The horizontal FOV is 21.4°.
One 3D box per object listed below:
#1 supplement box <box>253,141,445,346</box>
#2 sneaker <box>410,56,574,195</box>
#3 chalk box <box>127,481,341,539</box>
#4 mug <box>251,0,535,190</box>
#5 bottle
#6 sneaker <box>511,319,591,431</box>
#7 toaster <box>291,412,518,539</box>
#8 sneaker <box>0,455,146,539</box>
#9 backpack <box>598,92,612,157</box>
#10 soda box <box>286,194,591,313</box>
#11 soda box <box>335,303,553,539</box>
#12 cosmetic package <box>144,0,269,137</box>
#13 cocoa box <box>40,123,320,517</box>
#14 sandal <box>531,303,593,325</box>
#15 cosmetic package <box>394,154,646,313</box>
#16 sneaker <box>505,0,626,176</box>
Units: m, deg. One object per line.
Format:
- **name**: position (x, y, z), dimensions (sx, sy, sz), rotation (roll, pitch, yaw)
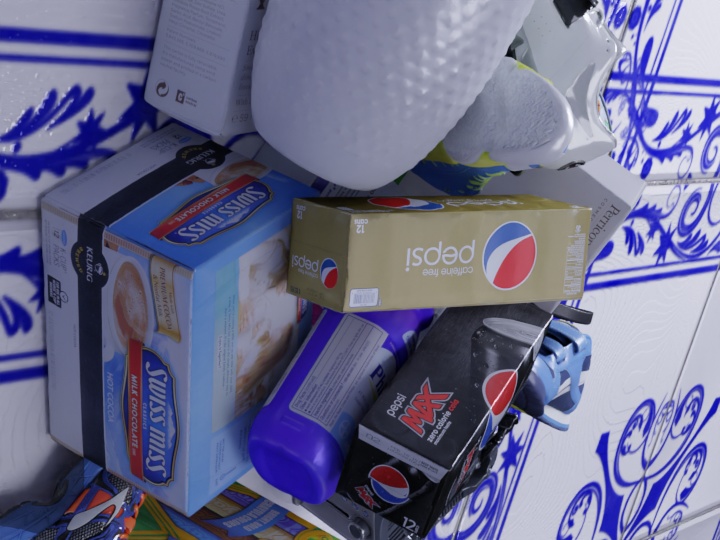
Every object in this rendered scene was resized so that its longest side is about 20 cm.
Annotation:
- **supplement box**: position (0.000, 0.000, 1.382), dimensions (0.200, 0.101, 0.104), rotation (44, 71, -29)
- **sneaker**: position (0.081, -0.091, 1.272), dimensions (0.105, 0.200, 0.076), rotation (40, 77, -42)
- **chalk box**: position (-0.089, 0.249, 1.409), dimensions (0.124, 0.199, 0.126), rotation (-14, 124, -55)
- **mug**: position (0.014, -0.153, 1.200), dimensions (0.176, 0.147, 0.200), rotation (-60, -174, 16)
- **bottle**: position (-0.002, 0.056, 1.276), dimensions (0.200, 0.065, 0.084), rotation (-58, 161, -28)
- **sneaker**: position (0.137, 0.071, 1.506), dimensions (0.083, 0.074, 0.200), rotation (-62, 163, -2)
- **toaster**: position (0.028, 0.144, 1.601), dimensions (0.200, 0.129, 0.114), rotation (-41, 145, -36)
- **sneaker**: position (-0.184, 0.179, 1.307), dimensions (0.200, 0.078, 0.075), rotation (-38, 163, -36)
- **backpack**: position (0.115, -0.114, 1.538), dimensions (0.191, 0.153, 0.200), rotation (-63, 151, -26)
- **soda box**: position (0.053, -0.013, 1.235), dimensions (0.199, 0.068, 0.064), rotation (-2, 101, -35)
- **soda box**: position (0.059, 0.086, 1.267), dimensions (0.200, 0.070, 0.064), rotation (-50, 162, -51)
- **cosmetic package**: position (-0.067, -0.196, 1.232), dimensions (0.101, 0.074, 0.201), rotation (-19, 129, -55)
- **cocoa box**: position (-0.118, 0.032, 1.261), dimensions (0.133, 0.131, 0.201), rotation (-34, 139, -44)
- **sandal**: position (0.094, -0.014, 1.465), dimensions (0.045, 0.199, 0.075), rotation (-62, 180, -1)
- **cosmetic package**: position (0.096, -0.075, 1.388), dimensions (0.108, 0.200, 0.085), rotation (-55, 175, 20)
- **sneaker**: position (0.135, -0.170, 1.311), dimensions (0.074, 0.088, 0.201), rotation (-167, -110, -78)
